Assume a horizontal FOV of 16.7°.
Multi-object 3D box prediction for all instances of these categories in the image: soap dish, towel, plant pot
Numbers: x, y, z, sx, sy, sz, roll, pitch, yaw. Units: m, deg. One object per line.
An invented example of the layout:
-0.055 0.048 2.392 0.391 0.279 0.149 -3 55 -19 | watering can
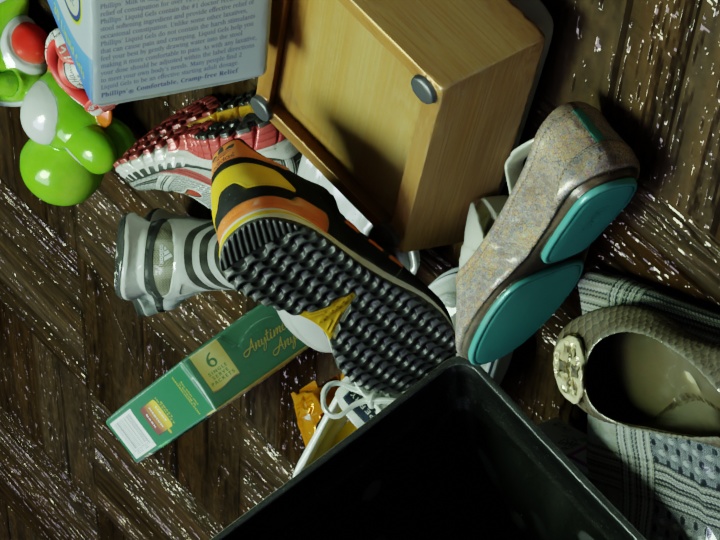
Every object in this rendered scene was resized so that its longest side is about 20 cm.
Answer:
0.016 -0.112 1.332 0.157 0.081 0.200 46 155 17 | soap dish
0.182 0.114 1.323 0.192 0.034 0.201 23 125 48 | towel
0.051 0.209 1.403 0.200 0.199 0.178 46 164 27 | plant pot

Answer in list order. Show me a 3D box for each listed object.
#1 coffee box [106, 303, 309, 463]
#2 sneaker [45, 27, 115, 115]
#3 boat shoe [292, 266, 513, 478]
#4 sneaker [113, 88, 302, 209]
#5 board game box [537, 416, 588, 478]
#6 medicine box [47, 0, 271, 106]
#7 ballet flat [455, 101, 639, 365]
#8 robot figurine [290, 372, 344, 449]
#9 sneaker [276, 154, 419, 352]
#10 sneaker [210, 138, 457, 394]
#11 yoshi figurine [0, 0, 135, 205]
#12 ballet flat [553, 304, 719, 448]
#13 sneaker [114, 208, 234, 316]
-0.096 0.070 1.707 0.044 0.123 0.200 55 153 1 | coffee box
-0.115 -0.134 1.501 0.201 0.108 0.067 14 133 54 | sneaker
0.015 0.077 1.481 0.075 0.086 0.202 52 128 18 | boat shoe
-0.093 -0.062 1.588 0.200 0.078 0.082 3 127 60 | sneaker
0.146 0.205 1.478 0.134 0.034 0.200 29 126 39 | board game box
-0.121 -0.225 1.306 0.200 0.103 0.182 95 156 -46 | medicine box
0.093 -0.024 1.328 0.067 0.068 0.200 62 146 21 | ballet flat
0.024 0.153 1.597 0.145 0.058 0.200 -37 70 55 | robot figurine
0.000 0.000 1.501 0.089 0.075 0.200 46 153 28 | sneaker
-0.014 -0.007 1.380 0.200 0.070 0.090 38 -153 -46 | sneaker
-0.247 -0.118 1.768 0.200 0.112 0.112 41 168 21 | yoshi figurine
0.159 0.061 1.271 0.200 0.046 0.068 17 117 54 | ballet flat
-0.096 -0.002 1.671 0.200 0.115 0.076 -8 -78 -86 | sneaker
